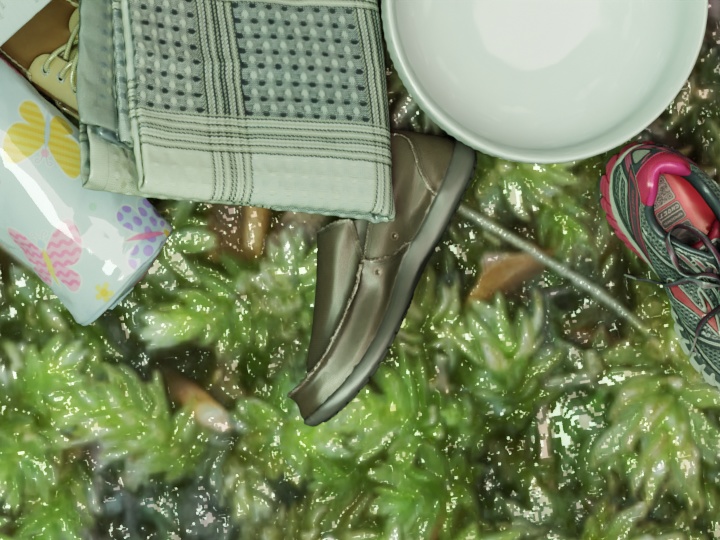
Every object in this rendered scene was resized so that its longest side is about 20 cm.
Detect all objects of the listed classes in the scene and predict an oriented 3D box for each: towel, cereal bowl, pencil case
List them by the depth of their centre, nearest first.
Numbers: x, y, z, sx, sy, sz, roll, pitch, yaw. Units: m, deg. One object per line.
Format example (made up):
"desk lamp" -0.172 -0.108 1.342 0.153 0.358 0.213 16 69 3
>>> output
"towel" -0.074 -0.127 1.321 0.199 0.035 0.194 5 69 -24
"pencil case" -0.205 -0.058 1.329 0.200 0.091 0.083 43 48 -7
"cereal bowl" 0.107 -0.163 1.374 0.199 0.083 0.201 0 91 -8

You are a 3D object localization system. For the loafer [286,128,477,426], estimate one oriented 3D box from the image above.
"loafer" 0.000 0.000 1.376 0.071 0.073 0.201 27 78 -3

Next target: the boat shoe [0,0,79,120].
"boat shoe" -0.154 -0.122 1.342 0.199 0.074 0.076 33 87 -8

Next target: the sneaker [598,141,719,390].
"sneaker" 0.223 0.009 1.401 0.081 0.075 0.200 -41 97 -5

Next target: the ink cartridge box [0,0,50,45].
"ink cartridge box" -0.206 -0.191 1.269 0.200 0.162 0.050 -47 123 -12
